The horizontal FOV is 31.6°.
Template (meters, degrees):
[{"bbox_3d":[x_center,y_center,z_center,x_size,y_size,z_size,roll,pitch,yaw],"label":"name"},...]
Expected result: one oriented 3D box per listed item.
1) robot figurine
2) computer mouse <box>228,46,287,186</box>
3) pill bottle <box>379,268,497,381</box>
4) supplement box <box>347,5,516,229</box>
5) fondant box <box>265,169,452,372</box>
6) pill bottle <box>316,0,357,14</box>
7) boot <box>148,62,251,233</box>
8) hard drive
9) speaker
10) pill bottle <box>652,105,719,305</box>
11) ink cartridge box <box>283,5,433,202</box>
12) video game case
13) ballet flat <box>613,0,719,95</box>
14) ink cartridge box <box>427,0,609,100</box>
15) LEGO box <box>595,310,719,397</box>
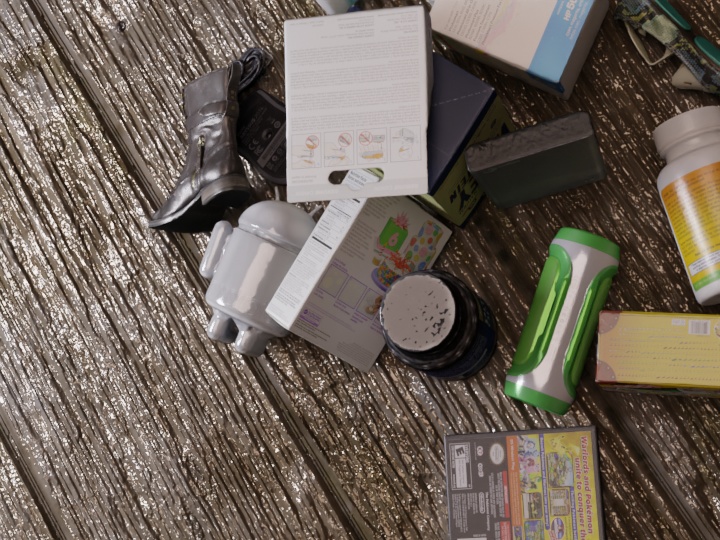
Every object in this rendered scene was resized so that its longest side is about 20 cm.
[{"bbox_3d":[-0.114,0.002,1.539,0.168,0.113,0.202,23,87,12],"label":"robot figurine"},{"bbox_3d":[-0.113,-0.177,1.606,0.139,0.053,0.200,-48,60,6],"label":"computer mouse"},{"bbox_3d":[0.086,0.061,1.427,0.110,0.200,0.114,-3,80,15],"label":"pill bottle"},{"bbox_3d":[0.058,-0.172,1.475,0.199,0.200,0.135,34,90,18],"label":"supplement box"},{"bbox_3d":[0.000,0.000,1.489,0.058,0.144,0.202,33,91,49],"label":"fondant box"},{"bbox_3d":[0.005,-0.420,1.579,0.200,0.111,0.111,-43,73,5],"label":"pill bottle"},{"bbox_3d":[-0.202,-0.150,1.592,0.199,0.069,0.177,-24,67,40],"label":"boot"},{"bbox_3d":[0.200,-0.121,1.427,0.138,0.200,0.033,-16,77,12],"label":"hard drive"},{"bbox_3d":[0.230,0.058,1.448,0.087,0.088,0.203,18,86,17],"label":"speaker"},{"bbox_3d":[0.395,-0.074,1.411,0.110,0.111,0.203,-19,76,11],"label":"pill bottle"},{"bbox_3d":[-0.002,-0.176,1.367,0.160,0.057,0.204,-3,88,15],"label":"ink cartridge box"},{"bbox_3d":[0.189,0.285,1.454,0.178,0.025,0.203,-6,78,15],"label":"video game case"},{"bbox_3d":[0.372,-0.254,1.480,0.074,0.074,0.201,-42,71,5],"label":"ballet flat"},{"bbox_3d":[0.174,-0.304,1.490,0.198,0.128,0.127,26,95,13],"label":"ink cartridge box"},{"bbox_3d":[0.359,0.094,1.373,0.197,0.149,0.078,2,81,16],"label":"LEGO box"}]
